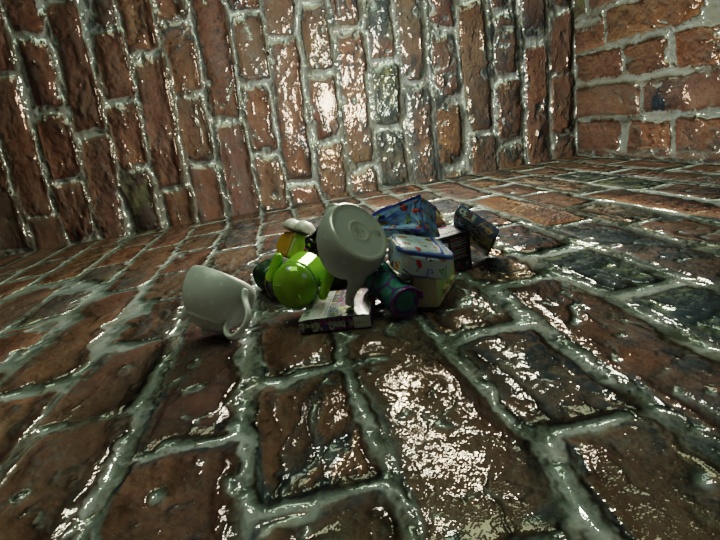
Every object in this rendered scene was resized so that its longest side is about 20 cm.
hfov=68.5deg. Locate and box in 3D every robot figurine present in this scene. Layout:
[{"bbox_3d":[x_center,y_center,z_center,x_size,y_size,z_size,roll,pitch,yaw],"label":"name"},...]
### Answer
[{"bbox_3d":[-0.156,0.024,1.360,0.170,0.120,0.200,19,20,7],"label":"robot figurine"}]

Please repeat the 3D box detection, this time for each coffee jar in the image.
[{"bbox_3d":[-0.252,0.025,1.585,0.102,0.088,0.199,-30,21,-17],"label":"coffee jar"}]

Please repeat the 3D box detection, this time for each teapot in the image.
[{"bbox_3d":[-0.358,0.088,1.309,0.191,0.151,0.200,20,-13,-7],"label":"teapot"},{"bbox_3d":[-0.038,-0.056,1.304,0.146,0.196,0.202,-46,8,42],"label":"teapot"}]

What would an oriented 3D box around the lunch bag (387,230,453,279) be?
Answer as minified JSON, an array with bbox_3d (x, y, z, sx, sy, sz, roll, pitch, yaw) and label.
[{"bbox_3d":[0.149,-0.040,1.312,0.153,0.079,0.201,5,17,-5],"label":"lunch bag"}]

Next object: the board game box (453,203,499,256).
[{"bbox_3d":[0.336,-0.115,1.562,0.134,0.035,0.200,36,-5,13],"label":"board game box"}]

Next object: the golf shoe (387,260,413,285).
[{"bbox_3d":[0.095,0.018,1.459,0.089,0.078,0.199,-18,17,-20],"label":"golf shoe"}]

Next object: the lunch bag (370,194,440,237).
[{"bbox_3d":[0.103,-0.127,1.454,0.193,0.098,0.149,-11,-9,24],"label":"lunch bag"}]

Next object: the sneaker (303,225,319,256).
[{"bbox_3d":[-0.159,-0.061,1.688,0.072,0.088,0.203,30,77,23],"label":"sneaker"}]

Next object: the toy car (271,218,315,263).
[{"bbox_3d":[-0.208,-0.072,1.837,0.147,0.181,0.197,26,-7,-35],"label":"toy car"}]

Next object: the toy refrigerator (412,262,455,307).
[{"bbox_3d":[0.197,0.023,1.376,0.067,0.079,0.200,-2,16,23],"label":"toy refrigerator"}]

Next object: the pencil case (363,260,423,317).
[{"bbox_3d":[0.072,0.037,1.312,0.090,0.088,0.200,-20,30,-15],"label":"pencil case"}]

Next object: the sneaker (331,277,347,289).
[{"bbox_3d":[-0.116,0.035,1.552,0.087,0.078,0.196,-37,25,-33],"label":"sneaker"}]

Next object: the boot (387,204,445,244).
[{"bbox_3d":[0.175,-0.136,1.714,0.065,0.200,0.178,30,24,-36],"label":"boot"}]

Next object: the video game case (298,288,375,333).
[{"bbox_3d":[-0.052,0.097,1.328,0.174,0.037,0.201,-7,16,6],"label":"video game case"}]

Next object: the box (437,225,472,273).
[{"bbox_3d":[0.212,-0.052,1.557,0.193,0.119,0.131,-14,17,-21],"label":"box"}]
